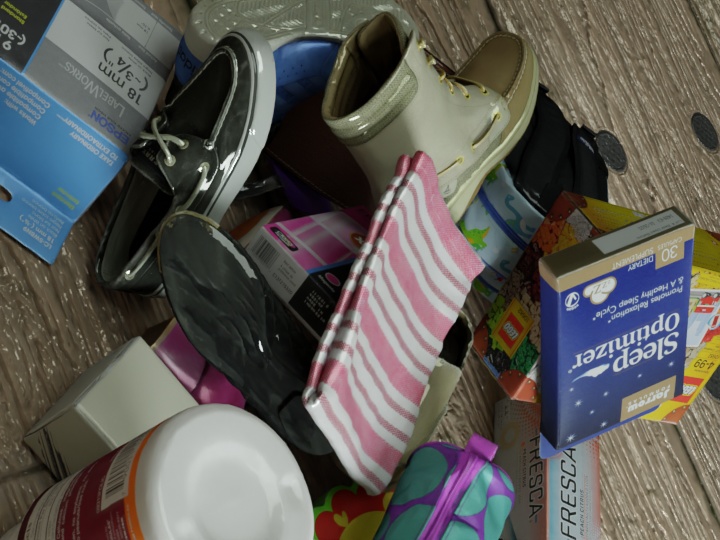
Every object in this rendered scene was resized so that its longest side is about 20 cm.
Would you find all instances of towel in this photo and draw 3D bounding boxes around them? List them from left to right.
[{"bbox_3d":[0.025,0.038,1.073,0.202,0.030,0.147,-67,151,-22],"label":"towel"}]

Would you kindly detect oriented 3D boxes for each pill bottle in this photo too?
[{"bbox_3d":[-0.128,0.162,0.898,0.113,0.199,0.115,22,53,-33],"label":"pill bottle"}]

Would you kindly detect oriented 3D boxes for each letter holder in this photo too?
[{"bbox_3d":[-0.016,-0.139,1.268,0.199,0.143,0.101,35,4,-21],"label":"letter holder"}]

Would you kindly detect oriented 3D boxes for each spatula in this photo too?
[{"bbox_3d":[-0.094,-0.062,1.197,0.198,0.021,0.057,-5,59,-44],"label":"spatula"}]

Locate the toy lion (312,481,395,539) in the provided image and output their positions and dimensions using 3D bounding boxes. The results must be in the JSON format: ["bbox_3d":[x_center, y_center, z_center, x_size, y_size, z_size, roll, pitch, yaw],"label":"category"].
[{"bbox_3d":[0.017,0.253,1.104,0.192,0.069,0.200,44,43,-7],"label":"toy lion"}]

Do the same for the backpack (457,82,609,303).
[{"bbox_3d":[0.139,-0.061,1.327,0.163,0.154,0.200,41,13,-19],"label":"backpack"}]

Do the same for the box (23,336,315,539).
[{"bbox_3d":[-0.117,0.149,1.017,0.201,0.068,0.082,51,41,-9],"label":"box"}]

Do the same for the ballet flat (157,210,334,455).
[{"bbox_3d":[-0.074,0.044,1.060,0.201,0.066,0.057,56,5,-19],"label":"ballet flat"}]

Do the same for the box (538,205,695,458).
[{"bbox_3d":[0.191,0.058,1.179,0.120,0.202,0.032,-21,41,-19],"label":"box"}]

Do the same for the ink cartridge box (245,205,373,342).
[{"bbox_3d":[0.000,0.000,1.147,0.095,0.037,0.199,45,23,15],"label":"ink cartridge box"}]

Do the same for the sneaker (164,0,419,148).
[{"bbox_3d":[-0.054,-0.148,1.169,0.198,0.112,0.077,-13,57,-37],"label":"sneaker"}]

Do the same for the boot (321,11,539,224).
[{"bbox_3d":[0.054,-0.136,1.149,0.201,0.072,0.155,-57,138,-23],"label":"boot"}]

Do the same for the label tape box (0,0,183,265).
[{"bbox_3d":[-0.218,-0.128,1.081,0.144,0.063,0.201,38,45,-23],"label":"label tape box"}]

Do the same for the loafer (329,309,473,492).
[{"bbox_3d":[0.033,0.087,1.187,0.075,0.069,0.200,31,36,0],"label":"loafer"}]

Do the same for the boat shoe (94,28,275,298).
[{"bbox_3d":[-0.120,-0.071,1.058,0.063,0.202,0.071,7,23,-48],"label":"boat shoe"}]

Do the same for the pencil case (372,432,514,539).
[{"bbox_3d":[0.037,0.206,1.049,0.084,0.093,0.201,24,45,9],"label":"pencil case"}]

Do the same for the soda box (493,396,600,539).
[{"bbox_3d":[0.149,0.191,1.259,0.063,0.068,0.202,28,50,-29],"label":"soda box"}]

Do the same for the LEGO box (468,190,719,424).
[{"bbox_3d":[0.209,0.034,1.256,0.198,0.150,0.077,11,29,-38],"label":"LEGO box"}]

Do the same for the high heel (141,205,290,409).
[{"bbox_3d":[-0.084,0.038,1.120,0.096,0.067,0.201,53,38,-18],"label":"high heel"}]
